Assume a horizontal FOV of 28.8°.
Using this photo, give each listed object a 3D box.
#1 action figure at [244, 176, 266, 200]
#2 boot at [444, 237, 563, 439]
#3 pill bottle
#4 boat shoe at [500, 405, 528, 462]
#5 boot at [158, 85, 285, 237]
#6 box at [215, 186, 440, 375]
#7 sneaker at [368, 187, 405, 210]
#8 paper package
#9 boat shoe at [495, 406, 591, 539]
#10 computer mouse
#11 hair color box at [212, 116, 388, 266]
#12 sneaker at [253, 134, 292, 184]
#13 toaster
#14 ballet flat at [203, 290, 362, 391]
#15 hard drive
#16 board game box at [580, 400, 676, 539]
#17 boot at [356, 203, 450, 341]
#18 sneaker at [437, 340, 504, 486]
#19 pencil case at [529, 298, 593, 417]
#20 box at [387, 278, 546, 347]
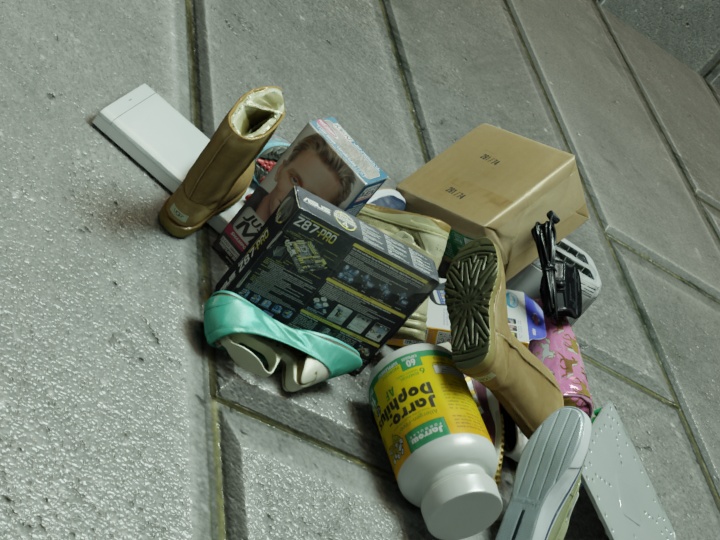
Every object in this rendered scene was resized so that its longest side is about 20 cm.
[{"bbox_3d":[-0.065,-0.018,1.660,0.051,0.065,0.201,-10,67,-50],"label":"action figure"},{"bbox_3d":[0.167,0.084,1.596,0.200,0.066,0.176,42,47,-46],"label":"boot"},{"bbox_3d":[0.083,0.186,1.517,0.112,0.113,0.201,21,34,-36],"label":"pill bottle"},{"bbox_3d":[0.170,0.148,1.737,0.065,0.074,0.201,20,33,-45],"label":"boat shoe"},{"bbox_3d":[-0.134,-0.137,1.563,0.066,0.200,0.176,37,45,-5],"label":"boot"},{"bbox_3d":[-0.037,0.016,1.555,0.199,0.161,0.049,26,30,-27],"label":"box"},{"bbox_3d":[0.017,-0.042,1.814,0.109,0.070,0.199,46,33,20],"label":"sneaker"},{"bbox_3d":[0.177,-0.093,1.899,0.199,0.190,0.104,28,-34,47],"label":"paper package"},{"bbox_3d":[0.207,0.249,1.552,0.072,0.201,0.062,14,-17,45],"label":"boat shoe"},{"bbox_3d":[0.249,-0.005,1.824,0.200,0.046,0.142,3,82,-71],"label":"computer mouse"},{"bbox_3d":[-0.071,-0.067,1.588,0.100,0.200,0.060,47,27,11],"label":"hair color box"},{"bbox_3d":[-0.086,-0.136,1.796,0.095,0.080,0.200,43,7,36],"label":"sneaker"},{"bbox_3d":[0.248,0.020,1.973,0.199,0.129,0.114,29,30,-24],"label":"toaster"},{"bbox_3d":[-0.086,0.091,1.501,0.199,0.067,0.071,26,54,-28],"label":"ballet flat"},{"bbox_3d":[-0.216,-0.138,1.692,0.200,0.027,0.132,42,26,-2],"label":"hard drive"},{"bbox_3d":[0.318,0.284,1.714,0.201,0.026,0.200,63,26,-4],"label":"board game box"},{"bbox_3d":[0.000,0.000,1.685,0.198,0.157,0.073,11,-4,18],"label":"boot"},{"bbox_3d":[0.122,0.173,1.652,0.089,0.075,0.201,0,52,1],"label":"sneaker"},{"bbox_3d":[0.250,0.128,1.858,0.082,0.087,0.201,5,37,-12],"label":"pencil case"},{"bbox_3d":[0.132,0.061,1.762,0.198,0.042,0.119,11,32,-3],"label":"box"}]
